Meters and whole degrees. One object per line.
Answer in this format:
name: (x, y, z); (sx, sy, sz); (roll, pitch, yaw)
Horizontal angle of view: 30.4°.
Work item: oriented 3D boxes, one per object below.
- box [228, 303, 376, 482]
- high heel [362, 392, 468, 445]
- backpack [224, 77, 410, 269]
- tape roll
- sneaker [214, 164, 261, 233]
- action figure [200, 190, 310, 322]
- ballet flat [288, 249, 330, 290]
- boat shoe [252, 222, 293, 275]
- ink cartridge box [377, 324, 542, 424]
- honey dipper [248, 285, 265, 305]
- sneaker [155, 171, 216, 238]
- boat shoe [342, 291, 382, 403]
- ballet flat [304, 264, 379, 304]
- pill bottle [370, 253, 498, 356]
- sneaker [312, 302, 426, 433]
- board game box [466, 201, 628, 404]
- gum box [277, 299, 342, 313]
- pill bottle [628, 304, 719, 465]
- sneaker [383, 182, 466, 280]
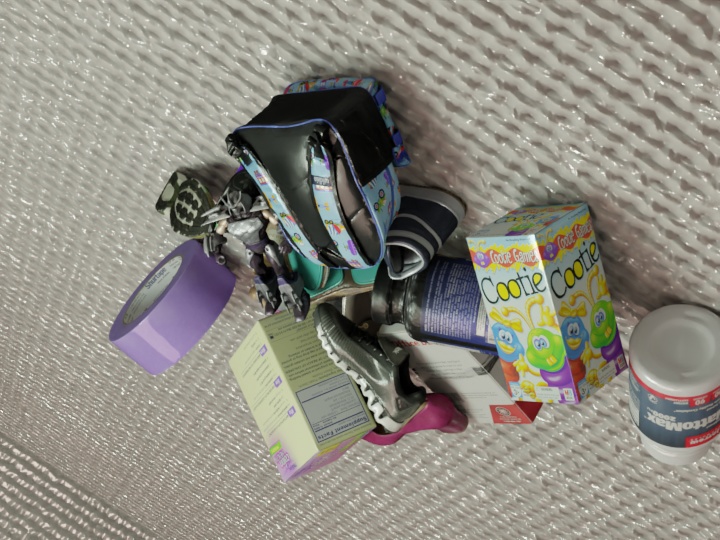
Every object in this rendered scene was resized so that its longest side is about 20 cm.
box: (-0.086, 0.172, 1.866); (0.201, 0.096, 0.176); (64, 153, 13)
high heel: (0.047, 0.197, 1.847); (0.199, 0.068, 0.096); (-11, 149, 34)
backpack: (-0.030, -0.106, 1.525); (0.182, 0.135, 0.201); (0, 125, 43)
tape roll: (-0.286, 0.055, 2.011); (0.085, 0.200, 0.200); (42, 151, -17)
sneaker: (-0.161, -0.083, 1.768); (0.069, 0.100, 0.200); (33, 152, 4)
action figure: (-0.127, -0.026, 1.696); (0.129, 0.070, 0.201); (-4, 132, 26)
ballet flat: (-0.065, -0.068, 1.718); (0.072, 0.072, 0.201); (12, 132, 34)
boat shoe: (-0.112, -0.024, 1.856); (0.072, 0.065, 0.200); (16, 168, 3)
ink cartridge box: (0.143, 0.115, 1.789); (0.146, 0.083, 0.200); (-6, 133, 51)
honey dipper: (-0.105, 0.097, 2.070); (0.038, 0.038, 0.200); (-9, 129, 51)
sneaker: (-0.217, -0.084, 1.832); (0.088, 0.077, 0.200); (22, -172, -25)
boat shoe: (0.005, 0.098, 1.837); (0.071, 0.059, 0.201); (2, 107, 26)
ballet flat: (0.000, 0.000, 1.764); (0.199, 0.069, 0.067); (-14, 165, 37)
pill bottle: (0.119, 0.040, 1.628); (0.199, 0.112, 0.112); (10, 147, 15)
sneaker: (0.019, 0.115, 1.766); (0.090, 0.066, 0.200); (-35, 91, 26)
board game box: (0.211, 0.037, 1.493); (0.105, 0.103, 0.201); (-2, 110, 47)
gum box: (-0.030, 0.098, 1.956); (0.199, 0.066, 0.114); (22, 149, 19)
pill bottle: (0.376, 0.142, 1.558); (0.119, 0.120, 0.200); (19, 150, 24)
sneaker: (0.023, -0.051, 1.622); (0.199, 0.109, 0.070); (7, 143, 39)
